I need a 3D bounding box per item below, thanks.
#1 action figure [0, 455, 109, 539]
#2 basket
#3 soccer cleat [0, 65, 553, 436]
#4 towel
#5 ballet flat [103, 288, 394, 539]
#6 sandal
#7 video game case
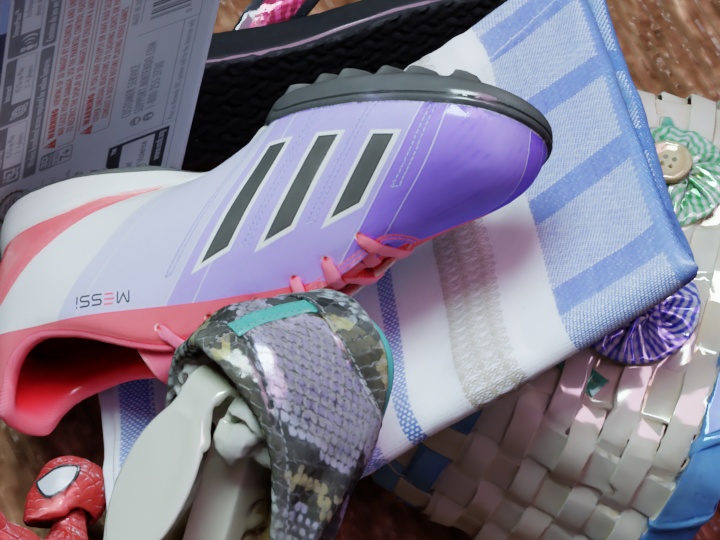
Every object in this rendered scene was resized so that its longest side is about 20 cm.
[{"bbox_3d":[-0.143,0.121,0.680,0.099,0.065,0.200,35,56,-6],"label":"action figure"},{"bbox_3d":[0.114,0.037,0.766,0.199,0.139,0.177,21,56,-7],"label":"basket"},{"bbox_3d":[-0.030,-0.002,0.689,0.068,0.199,0.074,35,51,-43],"label":"soccer cleat"},{"bbox_3d":[0.000,0.000,0.726,0.024,0.199,0.147,46,22,-38],"label":"towel"},{"bbox_3d":[-0.050,0.098,0.659,0.072,0.201,0.072,14,17,-5],"label":"ballet flat"},{"bbox_3d":[-0.020,-0.077,0.835,0.199,0.075,0.045,-11,53,-20],"label":"sandal"},{"bbox_3d":[-0.124,-0.045,0.703,0.182,0.200,0.023,-24,64,-28],"label":"video game case"}]
